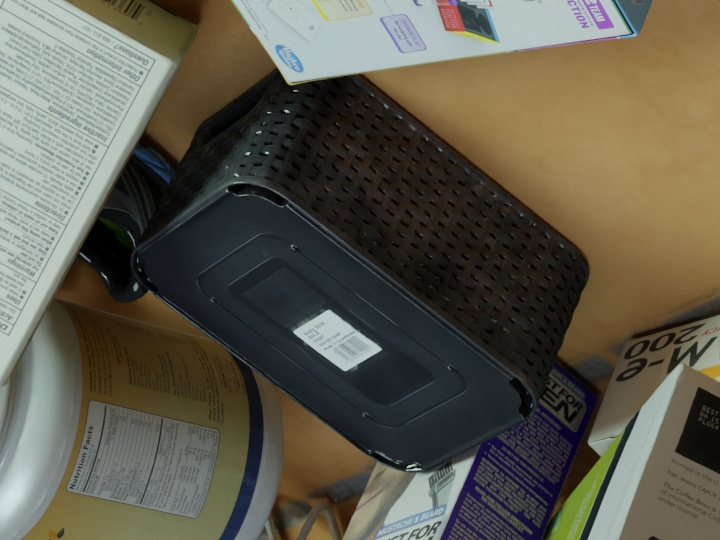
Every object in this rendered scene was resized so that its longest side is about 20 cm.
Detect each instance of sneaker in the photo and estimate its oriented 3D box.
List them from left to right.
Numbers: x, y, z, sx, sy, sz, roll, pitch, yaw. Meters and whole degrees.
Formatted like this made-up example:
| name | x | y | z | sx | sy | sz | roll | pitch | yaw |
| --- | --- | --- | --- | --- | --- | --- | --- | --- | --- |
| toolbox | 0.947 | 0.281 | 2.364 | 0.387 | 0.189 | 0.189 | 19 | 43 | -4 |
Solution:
| name | x | y | z | sx | sy | sz | roll | pitch | yaw |
| --- | --- | --- | --- | --- | --- | --- | --- | --- | --- |
| sneaker | -0.170 | -0.059 | 1.566 | 0.199 | 0.083 | 0.071 | 41 | 141 | -21 |

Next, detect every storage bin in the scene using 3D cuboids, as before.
| name | x | y | z | sx | sy | sz | roll | pitch | yaw |
| --- | --- | --- | --- | --- | --- | --- | --- | --- | --- |
| storage bin | 0.000 | 0.000 | 1.530 | 0.200 | 0.094 | 0.135 | 38 | 143 | -16 |

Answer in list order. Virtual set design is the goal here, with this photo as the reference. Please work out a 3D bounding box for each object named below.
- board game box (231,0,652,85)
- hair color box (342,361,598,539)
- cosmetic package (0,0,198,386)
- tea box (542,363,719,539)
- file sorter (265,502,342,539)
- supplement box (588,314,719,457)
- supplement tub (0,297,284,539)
| name | x | y | z | sx | sy | sz | roll | pitch | yaw |
| --- | --- | --- | --- | --- | --- | --- | --- | --- | --- |
| board game box | 0.016 | -0.161 | 1.358 | 0.199 | 0.040 | 0.153 | -5 | 135 | 35 |
| hair color box | 0.044 | 0.141 | 1.589 | 0.065 | 0.200 | 0.109 | 40 | 142 | -18 |
| cosmetic package | -0.173 | -0.055 | 1.497 | 0.105 | 0.071 | 0.200 | 30 | 110 | -4 |
| tea box | 0.190 | 0.182 | 1.482 | 0.199 | 0.134 | 0.197 | 27 | 146 | -2 |
| file sorter | -0.034 | 0.217 | 1.800 | 0.199 | 0.125 | 0.139 | 10 | 143 | 21 |
| supplement box | 0.232 | 0.110 | 1.546 | 0.126 | 0.074 | 0.200 | -18 | 127 | 44 |
| supplement tub | -0.158 | 0.091 | 1.645 | 0.199 | 0.145 | 0.144 | 16 | 154 | -35 |
